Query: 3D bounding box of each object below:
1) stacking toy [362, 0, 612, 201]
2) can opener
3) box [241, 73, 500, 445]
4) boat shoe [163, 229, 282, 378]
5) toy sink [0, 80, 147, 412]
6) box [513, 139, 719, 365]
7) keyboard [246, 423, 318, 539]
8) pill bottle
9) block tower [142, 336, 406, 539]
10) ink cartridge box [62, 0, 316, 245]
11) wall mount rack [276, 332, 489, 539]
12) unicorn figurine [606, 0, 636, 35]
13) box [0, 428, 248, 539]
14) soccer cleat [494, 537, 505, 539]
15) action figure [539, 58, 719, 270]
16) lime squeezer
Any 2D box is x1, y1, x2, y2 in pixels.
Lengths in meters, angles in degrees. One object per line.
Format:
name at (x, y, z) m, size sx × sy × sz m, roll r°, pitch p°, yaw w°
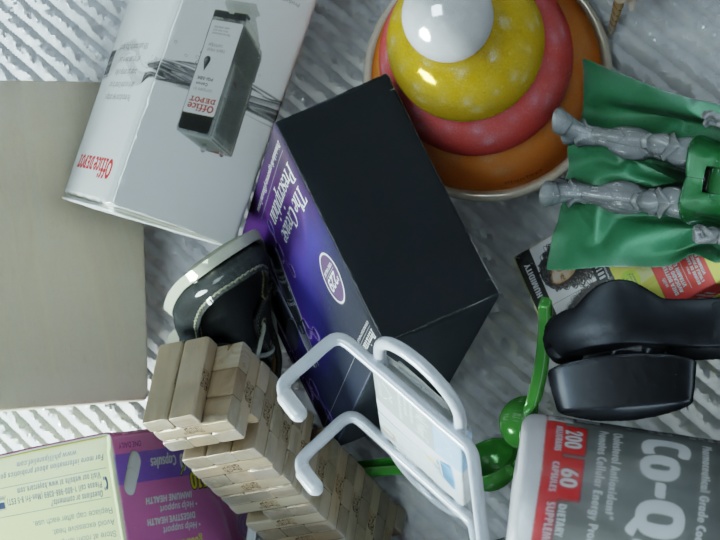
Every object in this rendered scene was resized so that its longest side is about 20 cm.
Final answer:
stacking toy at (0.062, -0.125, 1.466) m, size 0.145 × 0.200 × 0.147 m, roll -1°, pitch 81°, yaw 8°
can opener at (0.196, 0.034, 1.446) m, size 0.198 × 0.063 × 0.079 m, roll -7°, pitch 86°, yaw -5°
box at (0.000, 0.000, 1.522) m, size 0.078 × 0.200 × 0.142 m, roll -25°, pitch 75°, yaw -16°
boat shoe at (-0.071, 0.034, 1.551) m, size 0.072 × 0.200 × 0.068 m, roll -34°, pitch 75°, yaw -16°
toy sink at (-0.219, -0.014, 1.676) m, size 0.112 × 0.130 × 0.202 m, roll -1°, pitch 91°, yaw 49°
box at (0.187, -0.020, 1.493) m, size 0.199 × 0.050 × 0.076 m, roll -29°, pitch 75°, yaw 27°
keyboard at (-0.052, 0.181, 1.596) m, size 0.011 × 0.056 × 0.202 m, roll -5°, pitch 68°, yaw 33°
pill bottle at (0.177, 0.146, 1.428) m, size 0.198 × 0.114 × 0.115 m, roll 8°, pitch 95°, yaw 3°
block tower at (-0.047, 0.116, 1.550) m, size 0.054 × 0.200 × 0.058 m, roll -11°, pitch 51°, yaw 30°
ink cartridge box at (-0.096, -0.121, 1.581) m, size 0.147 × 0.082 × 0.201 m, roll -164°, pitch 93°, yaw -73°
wall mount rack at (0.033, 0.124, 1.428) m, size 0.075 × 0.200 × 0.174 m, roll -43°, pitch 70°, yaw -15°
unicorn figurine at (0.203, -0.211, 1.463) m, size 0.199 × 0.074 × 0.138 m, roll 2°, pitch 71°, yaw 49°
box at (-0.120, 0.196, 1.604) m, size 0.096 × 0.176 × 0.202 m, roll -12°, pitch 84°, yaw 30°
soccer cleat at (0.052, 0.196, 1.555) m, size 0.199 × 0.085 × 0.069 m, roll -24°, pitch 79°, yaw 28°
action figure at (0.196, -0.047, 1.431) m, size 0.199 × 0.055 × 0.119 m, roll 8°, pitch 92°, yaw 26°
lime squeezer at (0.076, 0.086, 1.552) m, size 0.071 × 0.038 × 0.200 m, roll 48°, pitch 132°, yaw 2°
